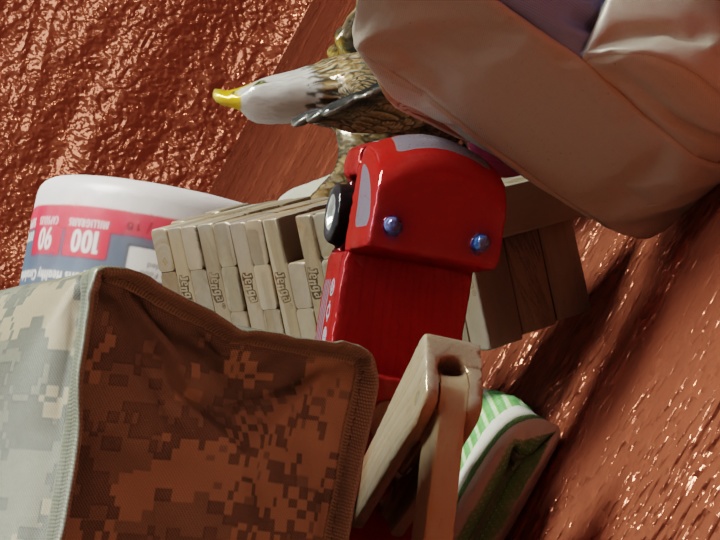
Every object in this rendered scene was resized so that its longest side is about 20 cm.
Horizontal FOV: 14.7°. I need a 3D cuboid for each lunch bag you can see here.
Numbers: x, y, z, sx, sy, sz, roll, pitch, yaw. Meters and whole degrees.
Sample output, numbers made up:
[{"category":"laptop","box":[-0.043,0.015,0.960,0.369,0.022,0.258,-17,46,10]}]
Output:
[{"category":"lunch bag","box":[-0.091,0.113,0.829,0.164,0.117,0.201,-11,65,54]}]

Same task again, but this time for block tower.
[{"category":"block tower","box":[0.000,0.000,1.040,0.054,0.058,0.199,-17,7,-39]}]

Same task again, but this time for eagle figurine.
[{"category":"eagle figurine","box":[0.009,-0.062,1.202,0.150,0.152,0.200,-25,33,14]}]

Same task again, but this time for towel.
[{"category":"towel","box":[0.014,0.111,1.019,0.153,0.023,0.200,-62,6,-4]}]

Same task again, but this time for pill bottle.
[{"category":"pill bottle","box":[-0.102,0.067,1.233,0.120,0.119,0.201,154,126,-77]}]

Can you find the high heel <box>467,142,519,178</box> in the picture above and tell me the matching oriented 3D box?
[{"category":"high heel","box":[0.053,-0.066,1.104,0.068,0.096,0.200,-64,8,-21]}]

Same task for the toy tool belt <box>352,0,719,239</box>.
[{"category":"toy tool belt","box":[0.049,-0.110,0.909,0.125,0.199,0.123,-40,24,48]}]

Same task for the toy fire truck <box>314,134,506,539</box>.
[{"category":"toy fire truck","box":[0.013,0.055,0.869,0.141,0.048,0.201,177,104,-77]}]

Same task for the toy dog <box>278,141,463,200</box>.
[{"category":"toy dog","box":[-0.018,-0.023,1.433,0.132,0.096,0.200,-55,10,39]}]
